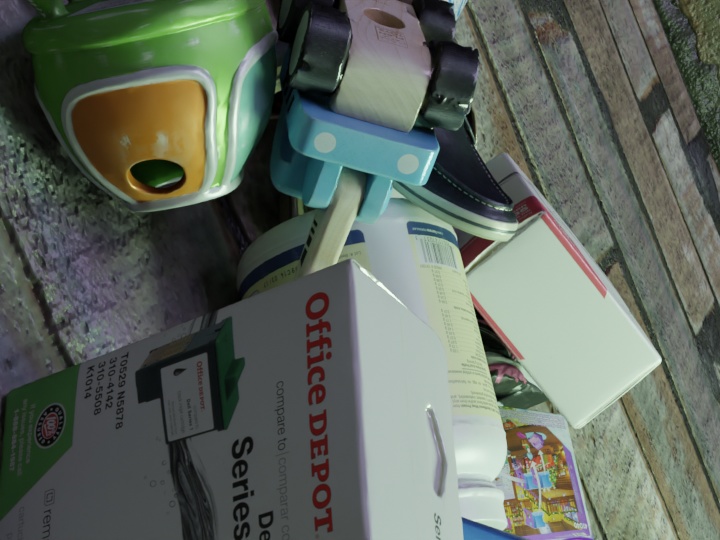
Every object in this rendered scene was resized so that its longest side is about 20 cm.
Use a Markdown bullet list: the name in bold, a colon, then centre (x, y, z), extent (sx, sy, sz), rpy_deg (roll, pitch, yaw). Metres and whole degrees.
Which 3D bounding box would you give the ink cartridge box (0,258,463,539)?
- **ink cartridge box**: centre (-0.062, 0.100, 0.691), extent (0.084, 0.198, 0.147), rpy_deg (42, 34, -47)

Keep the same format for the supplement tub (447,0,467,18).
- **supplement tub**: centre (0.023, -0.238, 1.268), extent (0.133, 0.131, 0.200), rpy_deg (62, 25, -18)

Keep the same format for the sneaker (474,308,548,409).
- **sneaker**: centre (0.100, 0.068, 1.215), extent (0.200, 0.080, 0.087), rpy_deg (60, 10, -73)

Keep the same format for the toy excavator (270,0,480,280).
- **toy excavator**: centre (-0.011, -0.045, 0.865), extent (0.099, 0.202, 0.195), rpy_deg (12, 28, -14)

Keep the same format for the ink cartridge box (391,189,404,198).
- **ink cartridge box**: centre (0.030, -0.040, 1.097), extent (0.095, 0.037, 0.201), rpy_deg (-108, 178, -49)

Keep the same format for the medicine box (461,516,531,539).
- **medicine box**: centre (0.044, 0.233, 0.737), extent (0.181, 0.102, 0.202), rpy_deg (25, 59, -41)

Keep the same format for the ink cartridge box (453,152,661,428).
- **ink cartridge box**: centre (0.131, 0.007, 1.147), extent (0.147, 0.083, 0.200), rpy_deg (49, 9, -14)

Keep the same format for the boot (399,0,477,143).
- **boot**: centre (0.045, -0.112, 1.127), extent (0.146, 0.070, 0.201), rpy_deg (-124, -166, -54)

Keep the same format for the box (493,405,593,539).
- **box**: centre (0.080, 0.162, 1.083), extent (0.199, 0.039, 0.138), rpy_deg (12, 57, -38)

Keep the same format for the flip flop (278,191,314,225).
- **flip flop**: centre (0.000, 0.000, 1.106), extent (0.201, 0.057, 0.082), rpy_deg (56, 26, -31)

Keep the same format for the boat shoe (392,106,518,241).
- **boat shoe**: centre (0.035, -0.096, 0.960), extent (0.074, 0.062, 0.201), rpy_deg (5, 40, -49)

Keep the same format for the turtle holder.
- **turtle holder**: centre (-0.116, -0.111, 0.868), extent (0.185, 0.140, 0.133), rpy_deg (-150, -135, -67)

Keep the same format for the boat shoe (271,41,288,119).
- **boat shoe**: centre (-0.053, -0.131, 1.072), extent (0.063, 0.071, 0.200), rpy_deg (61, 23, 11)

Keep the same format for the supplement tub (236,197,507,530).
- **supplement tub**: centre (0.009, 0.072, 0.950), extent (0.145, 0.144, 0.202), rpy_deg (24, 50, -60)
